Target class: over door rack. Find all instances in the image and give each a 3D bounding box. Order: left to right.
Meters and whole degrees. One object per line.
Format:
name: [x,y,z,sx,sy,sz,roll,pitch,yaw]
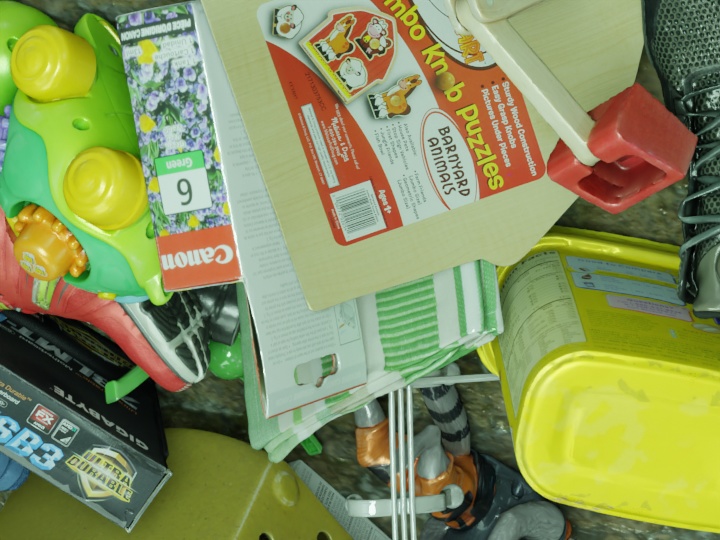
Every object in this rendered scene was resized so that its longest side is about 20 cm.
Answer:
over door rack: [0.084,0.122,1.490,0.199,0.149,0.067,-2,180,-18]

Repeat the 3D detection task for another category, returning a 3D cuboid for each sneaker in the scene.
sneaker: [-0.165,-0.002,1.496,0.200,0.077,0.085,44,109,2]
sneaker: [0.177,-0.052,1.277,0.076,0.114,0.200,-9,119,14]

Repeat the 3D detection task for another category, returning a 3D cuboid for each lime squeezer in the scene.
lime squeezer: [-0.083,0.057,1.605,0.038,0.071,0.200,-35,151,22]

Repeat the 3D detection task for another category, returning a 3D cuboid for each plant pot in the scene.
plant pot: [-0.100,0.210,1.617,0.199,0.195,0.196,-22,118,36]

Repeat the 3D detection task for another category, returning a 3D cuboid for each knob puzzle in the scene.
knob puzzle: [0.041,-0.096,1.314,0.218,0.030,0.221,-1,107,-4]

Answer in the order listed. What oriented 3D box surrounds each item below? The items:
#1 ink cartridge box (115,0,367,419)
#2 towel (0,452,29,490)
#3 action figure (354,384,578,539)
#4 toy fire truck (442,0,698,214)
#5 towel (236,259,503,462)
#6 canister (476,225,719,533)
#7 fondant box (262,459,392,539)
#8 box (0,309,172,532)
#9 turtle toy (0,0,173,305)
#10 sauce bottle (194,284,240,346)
ink cartridge box: [-0.056,-0.032,1.350,0.050,0.109,0.201,-8,93,29]
towel: [-0.278,0.059,1.528,0.200,0.049,0.112,32,-173,-29]
action figure: [0.078,0.136,1.595,0.193,0.105,0.200,43,163,-34]
toy fire truck: [0.072,-0.135,1.220,0.200,0.142,0.049,37,140,-21]
towel: [0.000,0.000,1.430,0.023,0.153,0.200,11,153,-35]
canister: [0.137,0.052,1.353,0.148,0.200,0.087,11,106,-4]
fondant box: [-0.030,0.215,1.780,0.144,0.058,0.200,-20,126,41]
box: [-0.204,0.049,1.560,0.199,0.050,0.199,33,-173,-14]
turtle toy: [-0.143,-0.062,1.407,0.101,0.201,0.146,-37,153,20]
sauce bottle: [-0.158,-0.009,1.553,0.199,0.066,0.066,22,143,-1]
